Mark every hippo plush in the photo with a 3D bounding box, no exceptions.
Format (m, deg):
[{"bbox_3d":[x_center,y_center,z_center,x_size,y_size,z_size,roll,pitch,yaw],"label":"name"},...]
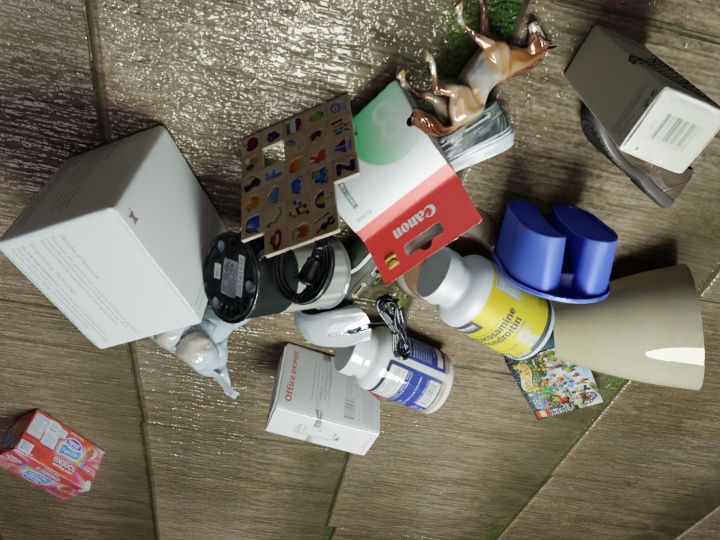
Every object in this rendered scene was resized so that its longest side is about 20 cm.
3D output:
[{"bbox_3d":[-0.227,0.075,0.810,0.199,0.162,0.159,39,159,-12],"label":"hippo plush"}]

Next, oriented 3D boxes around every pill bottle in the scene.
[{"bbox_3d":[0.185,0.046,0.775,0.197,0.113,0.112,28,126,-20],"label":"pill bottle"},{"bbox_3d":[0.059,0.169,0.924,0.197,0.117,0.116,26,126,-18],"label":"pill bottle"}]

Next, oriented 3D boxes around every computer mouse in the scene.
[{"bbox_3d":[-0.021,0.094,0.821,0.196,0.044,0.112,-4,119,20],"label":"computer mouse"}]

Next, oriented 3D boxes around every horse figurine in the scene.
[{"bbox_3d":[0.126,-0.232,0.605,0.132,0.050,0.201,37,91,-32],"label":"horse figurine"}]

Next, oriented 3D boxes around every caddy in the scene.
[{"bbox_3d":[0.264,-0.022,0.716,0.138,0.201,0.107,6,114,0],"label":"caddy"}]

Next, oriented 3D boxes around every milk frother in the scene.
[{"bbox_3d":[-0.075,0.000,0.702,0.186,0.199,0.183,-5,124,-51],"label":"milk frother"}]

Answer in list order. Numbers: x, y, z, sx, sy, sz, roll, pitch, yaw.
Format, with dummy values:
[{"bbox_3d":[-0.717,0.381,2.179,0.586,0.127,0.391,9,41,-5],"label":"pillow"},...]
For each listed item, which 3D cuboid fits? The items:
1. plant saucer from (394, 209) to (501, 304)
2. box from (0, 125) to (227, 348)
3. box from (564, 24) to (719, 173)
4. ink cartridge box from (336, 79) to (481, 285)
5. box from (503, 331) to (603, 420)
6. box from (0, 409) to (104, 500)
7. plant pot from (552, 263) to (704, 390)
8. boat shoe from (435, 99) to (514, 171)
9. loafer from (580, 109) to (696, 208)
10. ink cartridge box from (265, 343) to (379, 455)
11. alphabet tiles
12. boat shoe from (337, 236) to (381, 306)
[{"bbox_3d":[0.139,-0.010,0.826,0.195,0.037,0.203,1,129,1],"label":"plant saucer"},{"bbox_3d":[-0.313,-0.045,0.704,0.168,0.201,0.202,-14,129,13],"label":"box"},{"bbox_3d":[0.298,-0.193,0.561,0.081,0.202,0.069,16,129,-13],"label":"box"},{"bbox_3d":[0.037,-0.108,0.660,0.160,0.203,0.050,-34,162,27],"label":"ink cartridge box"},{"bbox_3d":[0.372,0.203,0.992,0.134,0.038,0.201,-23,125,19],"label":"box"},{"bbox_3d":[-0.698,0.418,1.164,0.094,0.101,0.201,-23,126,20],"label":"box"},{"bbox_3d":[0.415,0.091,0.826,0.196,0.189,0.189,-4,131,23],"label":"plant pot"},{"bbox_3d":[0.101,-0.163,0.689,0.197,0.072,0.072,-23,110,14],"label":"boat shoe"},{"bbox_3d":[0.366,-0.163,0.678,0.198,0.074,0.071,29,117,-28],"label":"loafer"},{"bbox_3d":[-0.067,0.239,0.965,0.196,0.148,0.084,18,129,-12],"label":"ink cartridge box"},{"bbox_3d":[-0.078,-0.117,0.643,0.164,0.204,0.008,-18,149,16],"label":"alphabet tiles"},{"bbox_3d":[0.000,0.000,0.818,0.060,0.073,0.201,29,133,-19],"label":"boat shoe"}]
